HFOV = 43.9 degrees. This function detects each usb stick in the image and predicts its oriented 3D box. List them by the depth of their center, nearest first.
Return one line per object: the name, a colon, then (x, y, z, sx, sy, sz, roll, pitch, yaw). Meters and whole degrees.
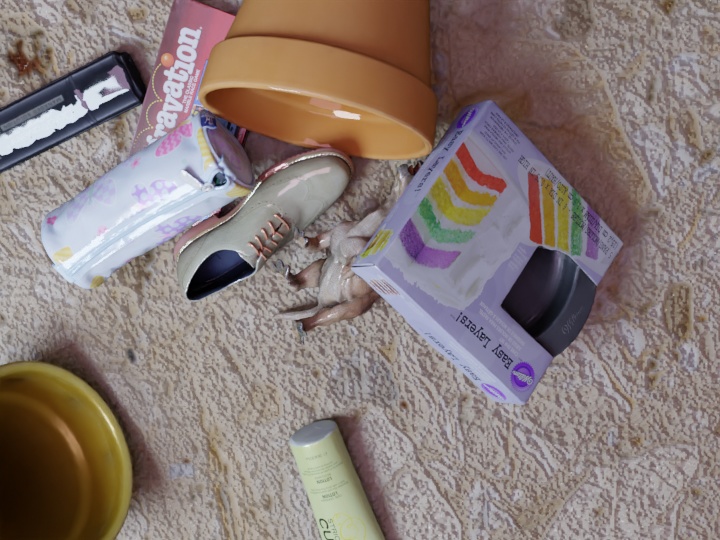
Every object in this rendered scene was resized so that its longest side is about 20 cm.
usb stick: (-0.298, -0.146, 0.854, 0.199, 0.033, 0.056, -24, 105, 10)

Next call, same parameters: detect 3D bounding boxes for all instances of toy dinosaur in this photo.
toy dinosaur: (0.000, 0.000, 0.834, 0.086, 0.135, 0.200, 55, 129, 24)

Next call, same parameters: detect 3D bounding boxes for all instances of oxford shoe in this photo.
oxford shoe: (-0.085, -0.036, 0.824, 0.200, 0.074, 0.071, -36, 126, 15)

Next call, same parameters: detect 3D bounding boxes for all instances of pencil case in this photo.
pencil case: (-0.192, -0.061, 0.812, 0.199, 0.091, 0.083, -29, 137, 15)

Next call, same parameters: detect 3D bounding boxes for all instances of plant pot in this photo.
plant pot: (-0.023, -0.186, 0.746, 0.199, 0.200, 0.141, 12, 87, 3)
plant pot: (-0.357, 0.214, 0.863, 0.188, 0.201, 0.201, -29, 98, 27)

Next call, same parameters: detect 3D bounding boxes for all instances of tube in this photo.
tube: (-0.015, 0.250, 0.901, 0.058, 0.052, 0.201, -2, 111, 48)

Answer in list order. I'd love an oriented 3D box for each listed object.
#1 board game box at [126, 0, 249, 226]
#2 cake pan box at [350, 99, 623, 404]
board game box: (-0.155, -0.146, 0.846, 0.103, 0.019, 0.201, 20, 103, 3)
cake pan box: (0.116, -0.011, 0.767, 0.200, 0.052, 0.184, 44, 73, -20)
